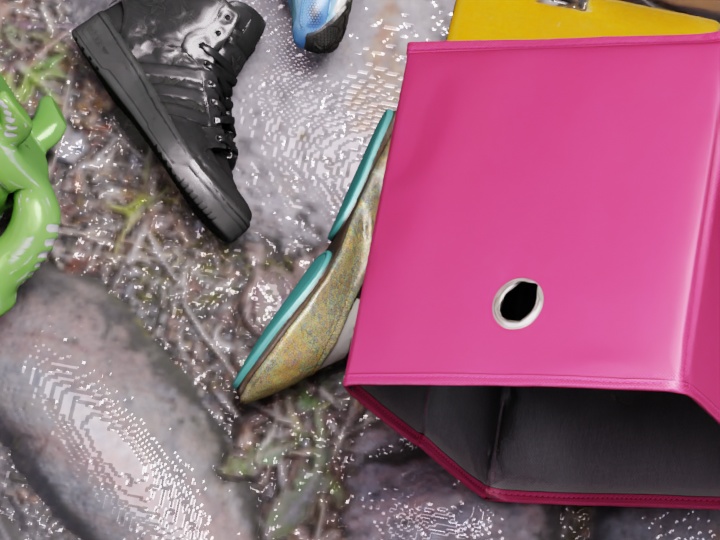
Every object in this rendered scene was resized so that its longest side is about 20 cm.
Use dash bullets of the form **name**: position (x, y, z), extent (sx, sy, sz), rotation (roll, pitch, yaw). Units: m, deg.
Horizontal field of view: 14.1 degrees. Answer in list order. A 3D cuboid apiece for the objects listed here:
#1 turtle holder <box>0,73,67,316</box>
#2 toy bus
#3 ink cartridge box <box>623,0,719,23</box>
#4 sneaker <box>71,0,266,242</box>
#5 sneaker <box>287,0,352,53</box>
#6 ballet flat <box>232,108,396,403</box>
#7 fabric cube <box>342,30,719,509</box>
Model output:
- **turtle holder**: position (-0.245, -0.072, 1.676), extent (0.132, 0.141, 0.186), rotation (-32, 112, 6)
- **toy bus**: position (0.148, -0.115, 1.695), extent (0.200, 0.078, 0.065), rotation (12, 70, 6)
- **ink cartridge box**: position (0.217, -0.244, 1.687), extent (0.146, 0.084, 0.200), rotation (19, 80, -30)
- **sneaker**: position (-0.094, -0.120, 1.713), extent (0.104, 0.060, 0.200), rotation (-35, 69, -6)
- **sneaker**: position (-0.058, -0.210, 1.733), extent (0.090, 0.078, 0.200), rotation (-10, 61, -15)
- **ballet flat**: position (0.000, 0.000, 1.669), extent (0.071, 0.071, 0.200), rotation (26, 73, 10)
- **fabric cube**: position (0.131, 0.004, 1.562), extent (0.196, 0.200, 0.199), rotation (1, 68, 28)
